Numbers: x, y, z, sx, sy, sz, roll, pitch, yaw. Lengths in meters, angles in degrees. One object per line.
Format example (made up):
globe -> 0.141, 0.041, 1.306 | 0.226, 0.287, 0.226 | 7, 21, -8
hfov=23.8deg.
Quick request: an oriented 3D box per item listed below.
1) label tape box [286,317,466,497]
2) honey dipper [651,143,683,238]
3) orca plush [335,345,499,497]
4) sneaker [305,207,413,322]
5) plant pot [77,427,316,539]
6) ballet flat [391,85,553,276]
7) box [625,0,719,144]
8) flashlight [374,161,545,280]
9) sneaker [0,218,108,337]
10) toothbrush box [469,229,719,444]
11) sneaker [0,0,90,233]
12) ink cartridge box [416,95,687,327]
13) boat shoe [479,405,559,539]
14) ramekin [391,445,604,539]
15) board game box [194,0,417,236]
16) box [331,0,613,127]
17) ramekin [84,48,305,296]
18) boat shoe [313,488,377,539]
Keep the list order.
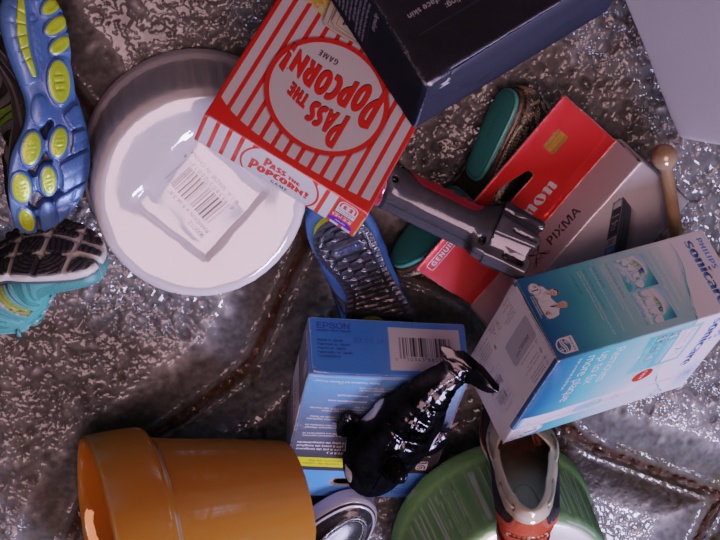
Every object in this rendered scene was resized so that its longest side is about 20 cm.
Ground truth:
label tape box -> 0.007, 0.127, 1.544 | 0.142, 0.064, 0.201 | 3, 142, -10
honey dipper -> 0.278, -0.034, 1.512 | 0.038, 0.038, 0.201 | -21, 135, 0
orca plush -> 0.047, 0.152, 1.469 | 0.105, 0.072, 0.199 | 26, 133, -34
sneaker -> 0.000, 0.000, 1.513 | 0.065, 0.079, 0.201 | -17, 132, 4
plant pot -> -0.142, 0.230, 1.511 | 0.181, 0.200, 0.203 | -9, 112, -18
ballet flat -> 0.109, -0.066, 1.504 | 0.075, 0.068, 0.201 | 27, 103, -33
box -> 0.342, -0.219, 1.385 | 0.170, 0.199, 0.201 | -33, 112, -16
flashlight -> 0.056, -0.064, 1.425 | 0.198, 0.068, 0.068 | 25, 94, 0
sneaker -> -0.289, 0.012, 1.446 | 0.198, 0.078, 0.080 | -13, 124, 29
toothbrush box -> 0.209, 0.056, 1.471 | 0.198, 0.086, 0.147 | -15, 153, -26
sneaker -> -0.268, -0.132, 1.405 | 0.070, 0.083, 0.202 | -8, 100, -25
ink cartridge box -> 0.170, -0.031, 1.495 | 0.200, 0.045, 0.176 | -49, 137, 10
boat shoe -> 0.142, 0.161, 1.515 | 0.070, 0.201, 0.063 | 0, 132, 2
ramekin -> 0.135, 0.267, 1.586 | 0.197, 0.098, 0.202 | -8, 124, -12
board game box -> -0.021, -0.151, 1.379 | 0.150, 0.046, 0.201 | 30, 63, -4
box -> 0.074, -0.255, 1.334 | 0.195, 0.118, 0.201 | -31, 82, -10
ramekin -> -0.136, -0.077, 1.440 | 0.198, 0.098, 0.203 | -3, 111, -8
boat shoe -> -0.050, 0.294, 1.599 | 0.073, 0.068, 0.200 | 35, 105, -31
